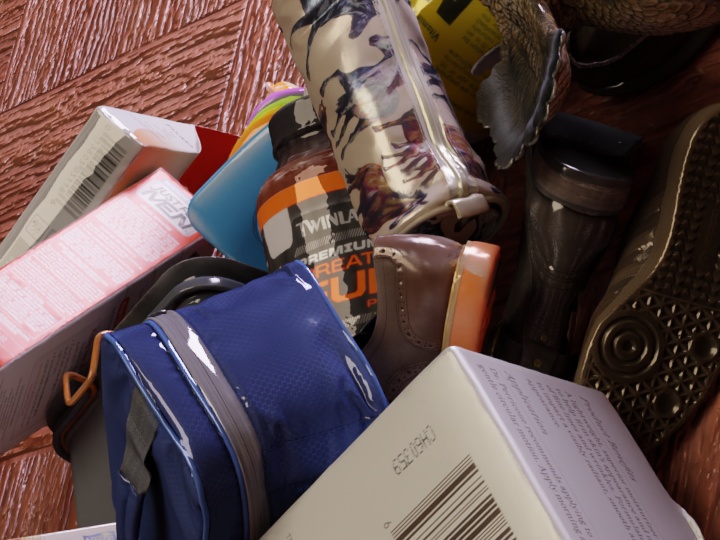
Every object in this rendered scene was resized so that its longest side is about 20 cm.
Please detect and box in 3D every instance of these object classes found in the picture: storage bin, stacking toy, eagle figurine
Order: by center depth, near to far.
[{"bbox_3d":[0.108,-0.139,1.553,0.200,0.151,0.152,49,120,40],"label":"eagle figurine"},{"bbox_3d":[-0.103,0.107,1.726,0.200,0.146,0.134,-47,35,38],"label":"storage bin"},{"bbox_3d":[-0.039,-0.073,1.857,0.110,0.116,0.200,-42,22,16],"label":"stacking toy"}]

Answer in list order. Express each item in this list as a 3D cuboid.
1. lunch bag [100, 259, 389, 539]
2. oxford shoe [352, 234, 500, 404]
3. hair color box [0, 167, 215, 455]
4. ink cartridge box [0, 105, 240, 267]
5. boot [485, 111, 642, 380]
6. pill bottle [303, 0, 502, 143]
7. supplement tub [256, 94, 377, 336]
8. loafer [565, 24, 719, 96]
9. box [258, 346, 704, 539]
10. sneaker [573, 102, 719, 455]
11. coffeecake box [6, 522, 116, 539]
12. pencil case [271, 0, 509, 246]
[{"bbox_3d":[-0.069,0.108,1.531,0.200,0.132,0.136,92,153,-48],"label":"lunch bag"},{"bbox_3d":[0.023,0.065,1.550,0.071,0.073,0.200,-69,-9,-61],"label":"oxford shoe"},{"bbox_3d":[-0.182,0.030,1.805,0.064,0.200,0.111,42,139,18],"label":"hair color box"},{"bbox_3d":[-0.156,-0.024,1.923,0.050,0.200,0.162,42,104,23],"label":"ink cartridge box"},{"bbox_3d":[0.097,0.007,1.597,0.200,0.069,0.174,-67,-7,-74],"label":"boot"},{"bbox_3d":[0.064,-0.149,1.737,0.200,0.114,0.114,-48,34,20],"label":"pill bottle"},{"bbox_3d":[0.000,0.000,1.658,0.107,0.107,0.200,-29,66,41],"label":"supplement tub"},{"bbox_3d":[0.181,-0.178,1.632,0.200,0.071,0.073,-42,36,27],"label":"loafer"},{"bbox_3d":[0.062,0.180,1.421,0.200,0.131,0.199,-47,50,22],"label":"box"},{"bbox_3d":[0.164,0.008,1.535,0.200,0.070,0.076,-65,7,-3],"label":"sneaker"},{"bbox_3d":[-0.126,0.242,1.593,0.073,0.153,0.200,118,138,-54],"label":"coffeecake box"},{"bbox_3d":[0.016,-0.090,1.593,0.089,0.078,0.200,109,145,-55],"label":"pencil case"}]
